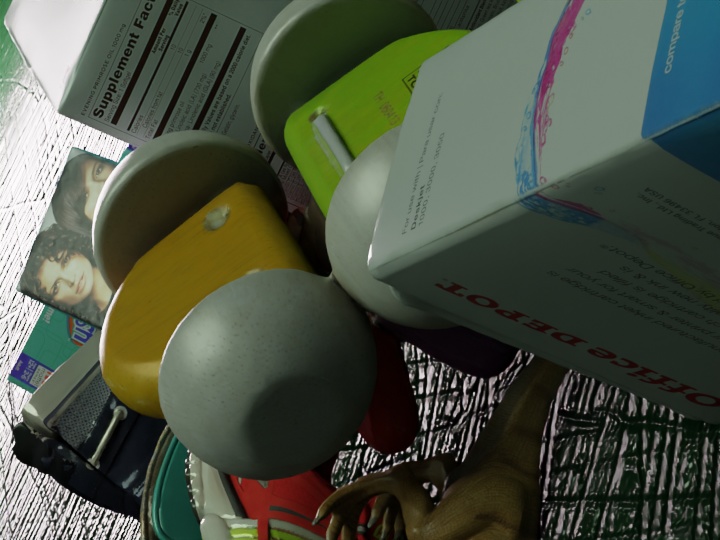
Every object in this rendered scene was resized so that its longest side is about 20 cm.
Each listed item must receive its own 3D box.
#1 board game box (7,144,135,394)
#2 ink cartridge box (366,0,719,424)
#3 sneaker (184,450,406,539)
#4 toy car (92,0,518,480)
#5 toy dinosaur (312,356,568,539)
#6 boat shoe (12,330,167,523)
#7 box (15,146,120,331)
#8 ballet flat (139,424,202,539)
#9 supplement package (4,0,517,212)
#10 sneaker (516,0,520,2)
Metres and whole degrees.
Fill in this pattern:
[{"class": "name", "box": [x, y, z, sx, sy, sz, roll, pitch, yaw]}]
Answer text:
[{"class": "board game box", "box": [-0.131, -0.022, 1.218, 0.153, 0.045, 0.200, -60, 3, 19]}, {"class": "ink cartridge box", "box": [0.114, -0.029, 0.605, 0.200, 0.144, 0.085, -27, 45, 58]}, {"class": "sneaker", "box": [-0.015, 0.127, 0.859, 0.084, 0.077, 0.201, -25, 46, 1]}, {"class": "toy car", "box": [0.000, 0.000, 0.820, 0.200, 0.150, 0.175, -42, 35, 7]}, {"class": "toy dinosaur", "box": [0.047, 0.087, 0.796, 0.105, 0.060, 0.202, 4, 66, 34]}, {"class": "boat shoe", "box": [-0.088, 0.049, 1.117, 0.200, 0.092, 0.075, -50, -17, -22]}, {"class": "box", "box": [-0.077, 0.006, 1.021, 0.199, 0.049, 0.083, 21, 89, 39]}, {"class": "ballet flat", "box": [-0.084, 0.151, 1.003, 0.067, 0.067, 0.201, 128, 156, -48]}, {"class": "supplement package", "box": [-0.036, -0.121, 0.965, 0.148, 0.199, 0.191, -64, 23, 10]}, {"class": "sneaker", "box": [0.126, -0.145, 0.716, 0.199, 0.083, 0.075, -18, 46, 40]}]
